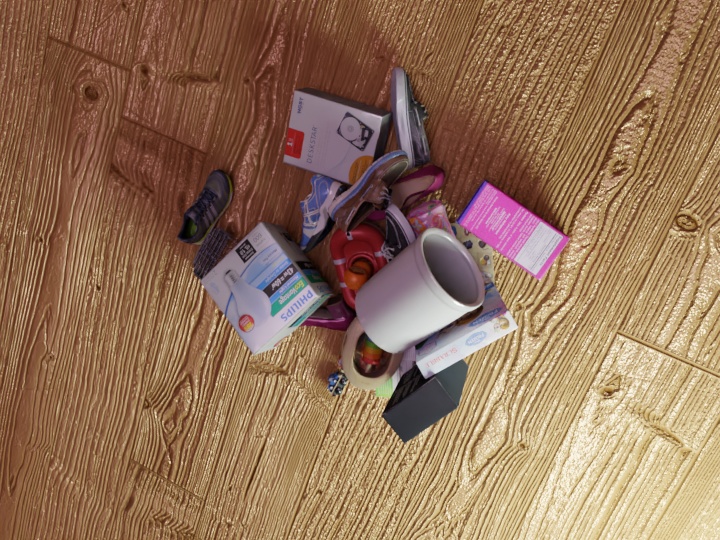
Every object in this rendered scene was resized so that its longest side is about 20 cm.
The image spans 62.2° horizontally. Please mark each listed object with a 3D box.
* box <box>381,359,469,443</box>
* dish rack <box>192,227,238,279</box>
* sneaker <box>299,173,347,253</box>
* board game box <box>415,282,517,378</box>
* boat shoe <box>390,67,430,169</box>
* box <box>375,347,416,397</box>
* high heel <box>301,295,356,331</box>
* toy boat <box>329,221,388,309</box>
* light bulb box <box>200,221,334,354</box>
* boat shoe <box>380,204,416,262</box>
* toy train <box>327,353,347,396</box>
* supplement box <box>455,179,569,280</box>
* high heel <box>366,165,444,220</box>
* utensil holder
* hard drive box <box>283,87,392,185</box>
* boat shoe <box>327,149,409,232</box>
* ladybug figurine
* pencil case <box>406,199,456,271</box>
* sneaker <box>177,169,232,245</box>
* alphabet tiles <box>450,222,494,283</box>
[{"bbox_3d":[0.137,0.242,1.215,0.141,0.200,0.079,-43,89,21],"label":"box"},{"bbox_3d":[-0.299,0.001,1.414,0.199,0.054,0.154,38,108,8],"label":"dish rack"},{"bbox_3d":[-0.094,-0.123,1.298,0.076,0.076,0.201,34,127,7],"label":"sneaker"},{"bbox_3d":[0.200,0.113,1.187,0.198,0.200,0.041,-32,100,10],"label":"board game box"},{"bbox_3d":[0.105,-0.312,1.222,0.070,0.072,0.204,-9,98,-4],"label":"boat shoe"},{"bbox_3d":[0.126,0.215,1.338,0.196,0.036,0.147,0,101,16],"label":"box"},{"bbox_3d":[-0.104,0.123,1.379,0.197,0.068,0.097,-12,121,29],"label":"high heel"},{"bbox_3d":[0.000,0.000,1.272,0.128,0.131,0.203,-11,104,18],"label":"toy boat"},{"bbox_3d":[-0.199,0.037,1.291,0.198,0.125,0.201,-42,81,12],"label":"light bulb box"},{"bbox_3d":[0.078,-0.038,1.238,0.067,0.074,0.202,-29,126,-14],"label":"boat shoe"},{"bbox_3d":[-0.030,0.209,1.376,0.045,0.034,0.202,26,113,1],"label":"toy train"},{"bbox_3d":[0.300,-0.083,1.183,0.199,0.101,0.104,37,104,6],"label":"supplement box"},{"bbox_3d":[0.082,-0.158,1.231,0.198,0.096,0.068,-32,93,20],"label":"high heel"},{"bbox_3d":[0.109,0.045,1.140,0.171,0.170,0.200,51,125,1],"label":"utensil holder"},{"bbox_3d":[-0.049,-0.278,1.253,0.197,0.077,0.158,19,115,13],"label":"hard drive box"},{"bbox_3d":[0.029,-0.152,1.192,0.200,0.072,0.073,-42,64,15],"label":"boat shoe"},{"bbox_3d":[0.028,0.159,1.292,0.133,0.072,0.203,16,109,-6],"label":"ladybug figurine"},{"bbox_3d":[0.167,-0.042,1.221,0.086,0.088,0.202,-21,106,20],"label":"pencil case"},{"bbox_3d":[-0.362,-0.141,1.387,0.073,0.081,0.202,30,108,8],"label":"sneaker"},{"bbox_3d":[0.186,-0.018,1.285,0.196,0.006,0.170,-3,100,18],"label":"alphabet tiles"}]
